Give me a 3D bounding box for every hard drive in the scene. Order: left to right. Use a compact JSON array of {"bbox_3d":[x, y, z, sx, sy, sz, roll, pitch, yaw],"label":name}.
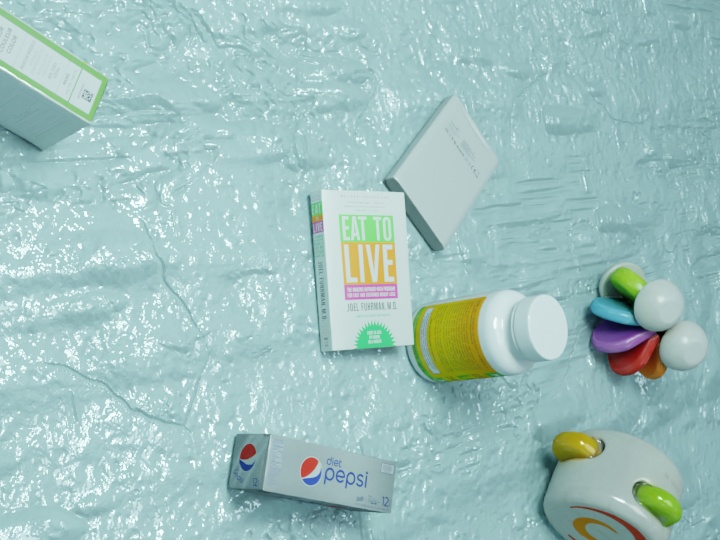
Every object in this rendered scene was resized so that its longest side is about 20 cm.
[{"bbox_3d":[0.121,-0.142,1.429,0.132,0.026,0.200,53,51,-22],"label":"hard drive"}]

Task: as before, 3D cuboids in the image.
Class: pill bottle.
[{"bbox_3d":[0.165,0.085,1.305,0.111,0.200,0.112,10,75,-41],"label":"pill bottle"}]

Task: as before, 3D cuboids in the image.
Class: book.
[{"bbox_3d":[0.000,0.000,1.278,0.133,0.048,0.201,-1,84,-40],"label":"book"}]

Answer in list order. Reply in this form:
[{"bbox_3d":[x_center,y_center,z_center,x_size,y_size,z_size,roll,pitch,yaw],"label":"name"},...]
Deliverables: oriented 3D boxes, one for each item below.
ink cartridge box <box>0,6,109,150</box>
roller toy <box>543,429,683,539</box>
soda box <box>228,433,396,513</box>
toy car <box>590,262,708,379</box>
[{"bbox_3d":[-0.351,-0.197,0.938,0.200,0.104,0.060,31,61,-35],"label":"ink cartridge box"},{"bbox_3d":[0.371,0.326,1.467,0.140,0.199,0.183,-59,156,-33],"label":"roller toy"},{"bbox_3d":[-0.052,0.237,1.158,0.200,0.068,0.064,21,69,-39],"label":"soda box"},{"bbox_3d":[0.448,0.093,1.625,0.150,0.175,0.200,-38,112,-3],"label":"toy car"}]
